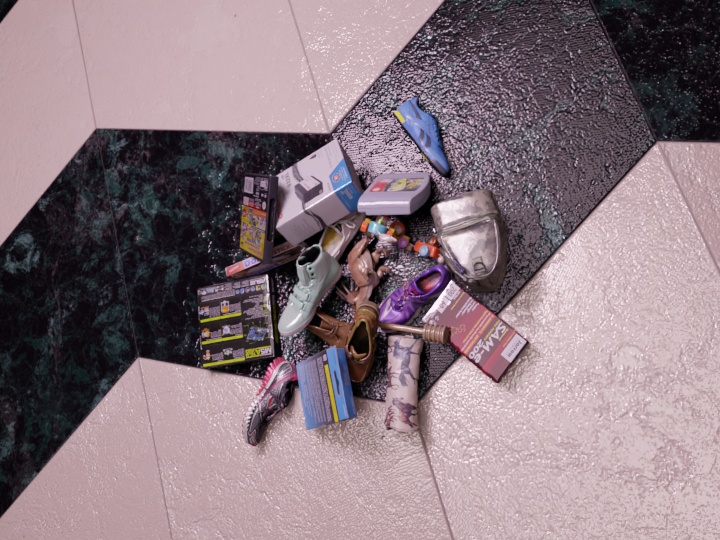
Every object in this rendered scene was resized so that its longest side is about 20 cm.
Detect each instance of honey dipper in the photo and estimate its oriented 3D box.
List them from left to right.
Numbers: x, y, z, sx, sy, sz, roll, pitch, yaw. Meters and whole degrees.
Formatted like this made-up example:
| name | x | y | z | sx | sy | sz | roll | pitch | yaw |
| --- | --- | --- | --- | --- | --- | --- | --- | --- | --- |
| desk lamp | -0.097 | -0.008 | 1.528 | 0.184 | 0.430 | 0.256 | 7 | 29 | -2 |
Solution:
| name | x | y | z | sx | sy | sz | roll | pitch | yaw |
| --- | --- | --- | --- | --- | --- | --- | --- | --- | --- |
| honey dipper | 0.087 | 0.119 | 1.229 | 0.196 | 0.038 | 0.039 | 8 | 82 | 28 |

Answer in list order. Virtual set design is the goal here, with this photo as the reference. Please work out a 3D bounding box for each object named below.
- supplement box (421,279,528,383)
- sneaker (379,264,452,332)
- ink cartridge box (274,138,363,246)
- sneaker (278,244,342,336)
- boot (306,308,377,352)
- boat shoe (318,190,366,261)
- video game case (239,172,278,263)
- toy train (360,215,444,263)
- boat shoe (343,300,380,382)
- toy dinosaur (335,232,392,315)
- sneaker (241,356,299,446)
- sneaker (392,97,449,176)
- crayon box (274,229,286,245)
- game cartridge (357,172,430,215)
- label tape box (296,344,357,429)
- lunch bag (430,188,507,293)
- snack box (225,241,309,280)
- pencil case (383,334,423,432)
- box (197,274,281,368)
| name | x | y | z | sx | sy | sz | roll | pitch | yaw |
| --- | --- | --- | --- | --- | --- | --- | --- | --- | --- |
| supplement box | 0.237 | 0.126 | 1.216 | 0.199 | 0.061 | 0.110 | 39 | 95 | 20 |
| sneaker | 0.107 | 0.052 | 1.261 | 0.199 | 0.083 | 0.081 | -42 | 70 | 10 |
| ink cartridge box | -0.102 | -0.172 | 1.297 | 0.197 | 0.084 | 0.147 | -29 | 53 | 12 |
| sneaker | -0.131 | 0.036 | 1.260 | 0.073 | 0.119 | 0.202 | 26 | 75 | 37 |
| boot | -0.057 | 0.138 | 1.306 | 0.197 | 0.075 | 0.075 | 23 | 86 | 20 |
| boat shoe | -0.049 | -0.100 | 1.335 | 0.074 | 0.086 | 0.204 | 32 | 92 | 9 |
| video game case | -0.230 | -0.123 | 1.321 | 0.199 | 0.025 | 0.186 | 22 | 108 | 62 |
| toy train | 0.093 | -0.076 | 1.247 | 0.149 | 0.198 | 0.057 | 24 | 94 | 45 |
| boat shoe | -0.006 | 0.164 | 1.236 | 0.070 | 0.068 | 0.204 | 11 | 120 | 9 |
| toy dinosaur | 0.000 | 0.000 | 1.314 | 0.135 | 0.084 | 0.205 | -33 | 49 | 47 |
| sneaker | -0.202 | 0.301 | 1.321 | 0.073 | 0.081 | 0.204 | 24 | 88 | 19 |
| sneaker | 0.153 | -0.307 | 1.323 | 0.078 | 0.066 | 0.202 | -34 | 71 | 6 |
| crayon box | -0.166 | -0.147 | 1.407 | 0.196 | 0.051 | 0.129 | -18 | 75 | 14 |
| game cartridge | 0.082 | -0.169 | 1.260 | 0.130 | 0.201 | 0.042 | 4 | 117 | 16 |
| label tape box | -0.060 | 0.246 | 1.233 | 0.199 | 0.062 | 0.148 | -33 | 65 | 54 |
| lunch bag | 0.230 | -0.048 | 1.177 | 0.136 | 0.200 | 0.172 | -18 | 73 | 14 |
| snack box | -0.219 | -0.024 | 1.390 | 0.196 | 0.072 | 0.025 | -22 | 74 | 14 |
| pencil case | 0.092 | 0.234 | 1.232 | 0.076 | 0.090 | 0.205 | 1 | 78 | 9 |
| box | -0.292 | 0.123 | 1.403 | 0.195 | 0.047 | 0.198 | -11 | 79 | 15 |
